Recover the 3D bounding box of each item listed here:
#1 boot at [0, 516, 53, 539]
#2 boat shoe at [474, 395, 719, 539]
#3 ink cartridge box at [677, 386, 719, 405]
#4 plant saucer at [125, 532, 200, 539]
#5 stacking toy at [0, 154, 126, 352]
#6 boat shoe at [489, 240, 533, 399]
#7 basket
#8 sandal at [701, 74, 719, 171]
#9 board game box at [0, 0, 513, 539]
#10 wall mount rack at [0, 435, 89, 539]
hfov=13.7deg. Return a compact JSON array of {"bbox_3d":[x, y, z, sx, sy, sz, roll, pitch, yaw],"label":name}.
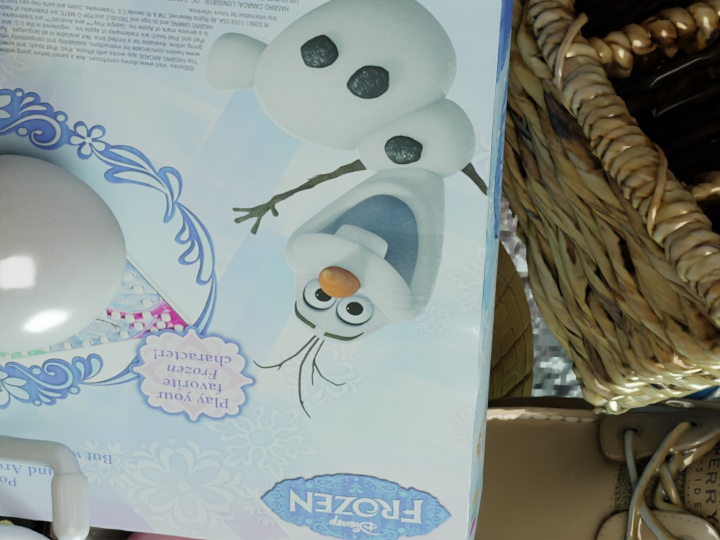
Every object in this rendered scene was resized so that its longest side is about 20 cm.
[{"bbox_3d":[-0.098,0.097,0.897,0.203,0.154,0.073,-43,154,11],"label":"boot"},{"bbox_3d":[0.097,0.067,0.901,0.199,0.065,0.072,5,68,-8],"label":"boat shoe"},{"bbox_3d":[0.131,-0.081,0.923,0.200,0.086,0.147,-37,115,1],"label":"ink cartridge box"},{"bbox_3d":[-0.023,0.170,0.933,0.051,0.200,0.202,-2,113,-37],"label":"plant saucer"},{"bbox_3d":[-0.153,-0.011,0.719,0.199,0.146,0.147,6,109,-14],"label":"stacking toy"},{"bbox_3d":[0.000,0.000,0.937,0.071,0.069,0.201,-46,138,-29],"label":"boat shoe"},{"bbox_3d":[0.139,-0.062,0.782,0.199,0.149,0.143,-19,87,-14],"label":"basket"},{"bbox_3d":[0.166,0.011,0.893,0.202,0.050,0.083,39,61,-15],"label":"sandal"},{"bbox_3d":[-0.063,-0.016,0.791,0.199,0.043,0.200,6,128,5],"label":"board game box"},{"bbox_3d":[-0.136,0.131,0.767,0.199,0.074,0.175,0,93,-40],"label":"wall mount rack"}]
